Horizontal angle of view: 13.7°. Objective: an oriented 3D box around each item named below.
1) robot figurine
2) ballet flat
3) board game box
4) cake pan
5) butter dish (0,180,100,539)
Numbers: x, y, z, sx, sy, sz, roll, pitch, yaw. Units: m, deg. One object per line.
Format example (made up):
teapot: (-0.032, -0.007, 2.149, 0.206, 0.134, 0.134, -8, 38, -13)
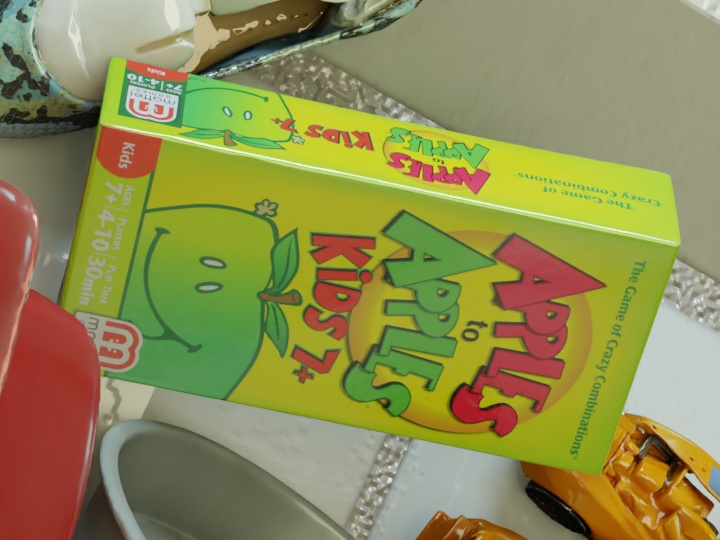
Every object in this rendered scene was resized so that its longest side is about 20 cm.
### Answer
robot figurine: (0.114, 0.138, 1.142, 0.200, 0.058, 0.145, 42, 75, -19)
ballet flat: (-0.055, -0.098, 1.054, 0.200, 0.074, 0.074, -22, 101, -21)
board game box: (0.000, 0.000, 1.040, 0.200, 0.048, 0.102, 12, 122, -7)
cake pan: (-0.021, 0.132, 1.017, 0.200, 0.200, 0.037, 37, 103, -20)
butter dish: (-0.156, 0.066, 0.977, 0.148, 0.200, 0.200, 22, 83, -49)
